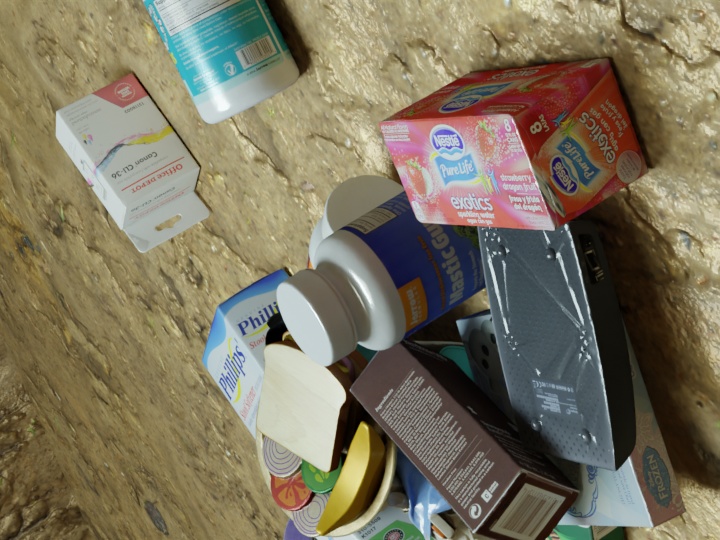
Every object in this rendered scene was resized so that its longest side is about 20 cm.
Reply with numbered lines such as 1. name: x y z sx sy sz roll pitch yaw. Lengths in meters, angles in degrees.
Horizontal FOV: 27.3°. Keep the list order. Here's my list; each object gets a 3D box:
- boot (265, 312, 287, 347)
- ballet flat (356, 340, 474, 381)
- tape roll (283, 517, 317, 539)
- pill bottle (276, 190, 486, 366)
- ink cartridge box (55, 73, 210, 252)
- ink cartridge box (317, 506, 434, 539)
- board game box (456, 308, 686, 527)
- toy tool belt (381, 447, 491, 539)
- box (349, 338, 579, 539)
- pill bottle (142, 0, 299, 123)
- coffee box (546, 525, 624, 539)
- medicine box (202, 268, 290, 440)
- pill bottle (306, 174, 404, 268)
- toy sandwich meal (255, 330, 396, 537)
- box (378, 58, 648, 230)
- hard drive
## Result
1. boot: -0.047 0.151 1.523 0.200 0.077 0.139 61 -179 44
2. ballet flat: 0.072 0.103 1.460 0.199 0.070 0.070 11 137 16
3. tape roll: 0.017 0.320 1.703 0.200 0.199 0.085 29 143 49
4. pill bottle: 0.030 0.000 1.301 0.112 0.199 0.112 44 153 30
5. ink cartridge box: -0.283 -0.135 1.874 0.200 0.116 0.068 53 155 12
6. ink cartridge box: 0.027 0.247 1.584 0.200 0.144 0.084 39 149 39
7. board game box: 0.178 0.122 1.292 0.199 0.043 0.201 -16 92 63
8. toy tool belt: 0.065 0.189 1.458 0.123 0.125 0.200 22 -154 -51
9. box: 0.089 0.149 1.299 0.100 0.075 0.200 26 -167 -48
10. pill bottle: -0.149 -0.256 1.472 0.201 0.110 0.111 64 156 -9
11. coffee box: 0.204 0.256 1.447 0.123 0.044 0.201 32 144 47
12. medicine box: -0.093 0.132 1.823 0.200 0.103 0.182 53 156 13
13. pill bottle: 0.000 0.000 1.474 0.110 0.109 0.200 49 155 22
14. toy sandwich meal: -0.046 0.161 1.429 0.204 0.070 0.207 3 95 41
15. box: 0.114 -0.096 1.148 0.200 0.099 0.096 8 125 62
16. hard drive: 0.160 0.053 1.192 0.135 0.042 0.201 5 110 59
